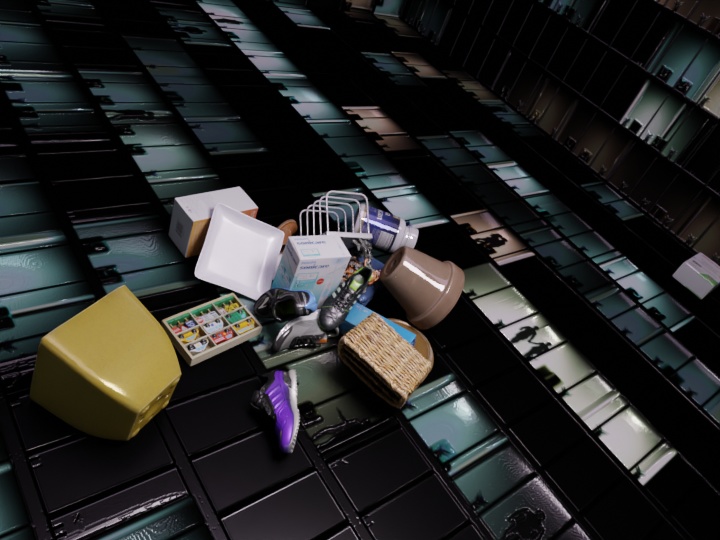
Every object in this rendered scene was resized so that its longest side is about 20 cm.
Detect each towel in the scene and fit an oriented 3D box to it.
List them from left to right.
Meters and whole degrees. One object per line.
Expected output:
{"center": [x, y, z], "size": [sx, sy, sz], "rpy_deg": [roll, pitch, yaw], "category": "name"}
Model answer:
{"center": [0.002, 0.031, 1.650], "size": [0.111, 0.049, 0.200], "rpy_deg": [34, 39, 10], "category": "towel"}

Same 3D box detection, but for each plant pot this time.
{"center": [-0.453, 0.193, 1.095], "size": [0.199, 0.196, 0.194], "rpy_deg": [39, 38, 4], "category": "plant pot"}
{"center": [0.104, 0.195, 1.532], "size": [0.197, 0.028, 0.202], "rpy_deg": [16, 39, -13], "category": "plant pot"}
{"center": [0.151, 0.028, 1.578], "size": [0.174, 0.200, 0.201], "rpy_deg": [36, 35, -15], "category": "plant pot"}

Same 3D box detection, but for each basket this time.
{"center": [0.035, 0.227, 1.356], "size": [0.199, 0.144, 0.149], "rpy_deg": [41, 37, 11], "category": "basket"}

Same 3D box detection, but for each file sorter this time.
{"center": [-0.076, -0.131, 1.645], "size": [0.137, 0.199, 0.127], "rpy_deg": [2, 79, -28], "category": "file sorter"}

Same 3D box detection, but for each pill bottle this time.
{"center": [0.074, -0.122, 1.819], "size": [0.197, 0.112, 0.112], "rpy_deg": [19, 37, -8], "category": "pill bottle"}

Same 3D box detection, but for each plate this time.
{"center": [-0.304, -0.041, 1.485], "size": [0.198, 0.032, 0.203], "rpy_deg": [24, 68, -29], "category": "plate"}

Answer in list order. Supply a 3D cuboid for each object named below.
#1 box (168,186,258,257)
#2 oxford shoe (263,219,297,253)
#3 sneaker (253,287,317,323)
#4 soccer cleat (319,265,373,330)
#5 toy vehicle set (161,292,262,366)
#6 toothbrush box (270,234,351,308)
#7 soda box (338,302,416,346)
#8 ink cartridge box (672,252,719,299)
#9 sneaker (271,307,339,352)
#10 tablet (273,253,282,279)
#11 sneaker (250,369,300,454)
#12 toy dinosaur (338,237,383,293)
{"center": [-0.387, -0.130, 1.556], "size": [0.198, 0.125, 0.098], "rpy_deg": [-20, 55, -42], "category": "box"}
{"center": [-0.219, -0.085, 1.643], "size": [0.071, 0.072, 0.200], "rpy_deg": [41, 30, 1], "category": "oxford shoe"}
{"center": [-0.189, 0.081, 1.381], "size": [0.198, 0.072, 0.082], "rpy_deg": [-5, 10, 43], "category": "sneaker"}
{"center": [-0.036, 0.062, 1.446], "size": [0.067, 0.081, 0.201], "rpy_deg": [37, 53, 1], "category": "soccer cleat"}
{"center": [-0.339, 0.130, 1.355], "size": [0.124, 0.027, 0.199], "rpy_deg": [43, 40, 22], "category": "toy vehicle set"}
{"center": [-0.128, 0.013, 1.471], "size": [0.145, 0.202, 0.086], "rpy_deg": [-4, 45, -34], "category": "toothbrush box"}
{"center": [0.036, 0.156, 1.470], "size": [0.198, 0.065, 0.068], "rpy_deg": [27, 49, 22], "category": "soda box"}
{"center": [1.402, 0.019, 2.430], "size": [0.198, 0.085, 0.145], "rpy_deg": [-17, 54, -41], "category": "ink cartridge box"}
{"center": [-0.129, 0.152, 1.415], "size": [0.199, 0.074, 0.080], "rpy_deg": [-21, 61, -44], "category": "sneaker"}
{"center": [-0.214, -0.016, 1.612], "size": [0.197, 0.014, 0.131], "rpy_deg": [12, 40, -17], "category": "tablet"}
{"center": [-0.181, 0.292, 1.229], "size": [0.098, 0.070, 0.201], "rpy_deg": [6, 37, -13], "category": "sneaker"}
{"center": [0.000, 0.000, 1.590], "size": [0.199, 0.101, 0.138], "rpy_deg": [11, 57, -54], "category": "toy dinosaur"}
